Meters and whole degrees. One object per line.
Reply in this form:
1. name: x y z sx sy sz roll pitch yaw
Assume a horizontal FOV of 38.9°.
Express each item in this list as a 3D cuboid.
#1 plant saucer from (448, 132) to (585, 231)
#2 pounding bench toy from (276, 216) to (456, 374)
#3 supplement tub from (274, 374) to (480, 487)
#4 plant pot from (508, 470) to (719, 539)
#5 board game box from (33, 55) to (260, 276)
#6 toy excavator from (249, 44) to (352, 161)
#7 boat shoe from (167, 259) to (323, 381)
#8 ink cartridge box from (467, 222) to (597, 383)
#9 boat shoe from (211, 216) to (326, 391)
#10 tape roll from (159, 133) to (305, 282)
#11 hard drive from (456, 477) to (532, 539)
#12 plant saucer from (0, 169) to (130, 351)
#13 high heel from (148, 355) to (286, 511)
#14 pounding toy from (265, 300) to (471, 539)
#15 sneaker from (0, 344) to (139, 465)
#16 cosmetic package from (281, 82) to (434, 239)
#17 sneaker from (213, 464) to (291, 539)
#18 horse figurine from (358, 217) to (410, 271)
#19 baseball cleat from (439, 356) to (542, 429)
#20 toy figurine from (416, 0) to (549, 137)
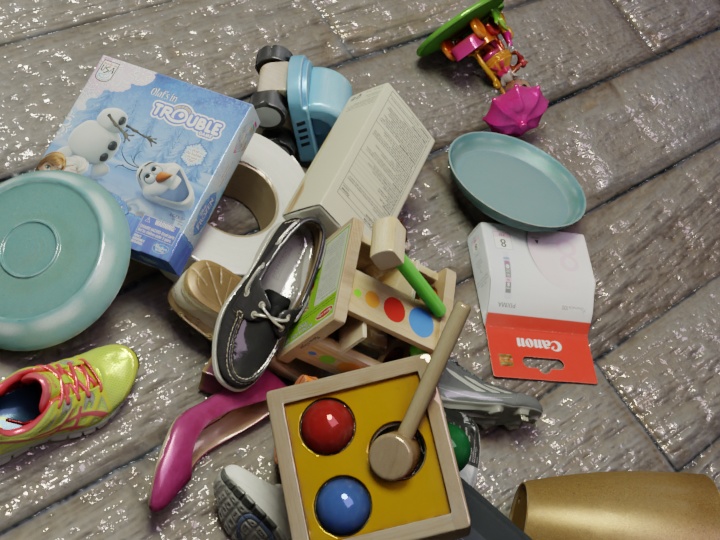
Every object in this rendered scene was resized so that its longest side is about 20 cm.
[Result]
1. plant saucer: 0.207 -0.115 1.371 0.198 0.028 0.201 14 38 -11
2. pounding bench toy: 0.034 0.037 1.076 0.155 0.200 0.125 26 54 -22
3. supplement tub: 0.017 0.185 1.078 0.198 0.123 0.124 19 54 -12
4. plant pot: 0.265 0.294 1.108 0.197 0.187 0.188 13 55 -1
5. board game box: -0.240 -0.119 1.111 0.198 0.043 0.201 19 70 17
6. toy excavator: -0.028 -0.186 1.288 0.197 0.195 0.101 0 56 8
7. boat shoe: -0.125 0.062 1.121 0.200 0.069 0.074 40 48 -25
8. ink cartridge box: 0.231 0.039 1.315 0.161 0.057 0.202 6 54 -22
9. boat shoe: -0.091 0.031 1.063 0.074 0.060 0.201 37 62 -22
10. tape roll: -0.152 -0.067 1.186 0.200 0.071 0.205 12 56 -18
11. hard drive: 0.078 0.279 1.011 0.200 0.033 0.140 42 79 -10
12. plant saucer: -0.334 -0.018 1.042 0.197 0.027 0.203 -3 68 6
13. high heel: -0.144 0.174 1.047 0.095 0.068 0.201 22 40 2
14. pounding toy: 0.024 0.155 0.923 0.198 0.142 0.186 -14 71 2
15. sneaker: -0.297 0.122 0.991 0.199 0.090 0.078 -30 74 -37
16. cosmetic package: 0.001 -0.109 1.187 0.105 0.071 0.201 48 53 -27
17. sneaker: -0.063 0.260 1.037 0.199 0.074 0.087 40 45 -9
18. horse figurine: 0.000 0.000 1.230 0.198 0.050 0.134 -11 71 -32
19. baseball cleat: 0.121 0.129 1.194 0.198 0.070 0.108 8 58 -21
20. toy figurine: 0.199 -0.280 1.469 0.185 0.149 0.200 58 29 -1
